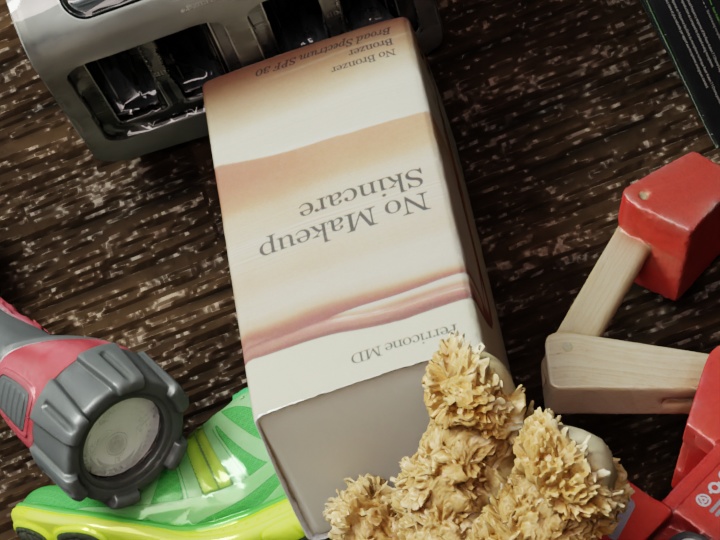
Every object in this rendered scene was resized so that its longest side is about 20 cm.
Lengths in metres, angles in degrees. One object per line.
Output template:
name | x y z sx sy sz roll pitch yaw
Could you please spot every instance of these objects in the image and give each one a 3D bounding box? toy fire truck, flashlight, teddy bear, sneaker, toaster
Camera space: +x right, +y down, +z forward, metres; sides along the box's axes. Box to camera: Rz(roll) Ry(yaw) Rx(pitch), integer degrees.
toy fire truck | 0.124 0.051 1.181 0.141 0.049 0.200 35 55 22
flashlight | -0.152 0.028 1.277 0.068 0.068 0.200 -43 45 -8
teddy bear | 0.042 0.121 1.105 0.067 0.200 0.145 -27 67 -41
sneaker | -0.054 0.099 1.265 0.199 0.074 0.084 -9 47 16
toaster | -0.068 -0.145 1.272 0.180 0.200 0.119 -18 74 1

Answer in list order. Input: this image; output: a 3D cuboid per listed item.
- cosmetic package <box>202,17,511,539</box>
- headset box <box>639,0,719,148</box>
cosmetic package | 0.000 0.000 1.218 0.103 0.087 0.201 -18 46 5
headset box | 0.198 -0.174 1.215 0.199 0.093 0.174 -27 39 6
